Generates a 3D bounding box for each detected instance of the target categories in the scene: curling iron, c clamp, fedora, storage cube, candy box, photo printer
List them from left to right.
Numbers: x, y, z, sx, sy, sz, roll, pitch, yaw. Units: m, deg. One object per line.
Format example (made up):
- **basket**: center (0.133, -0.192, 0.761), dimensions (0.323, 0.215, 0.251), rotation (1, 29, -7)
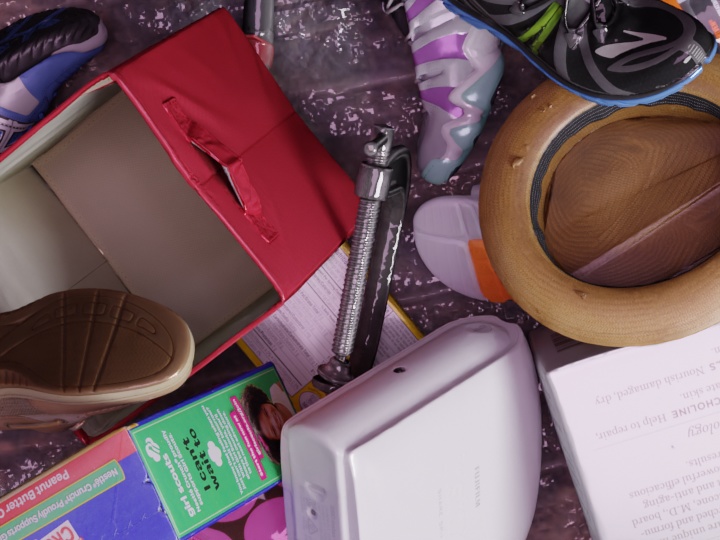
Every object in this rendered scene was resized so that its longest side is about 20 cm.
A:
- **candy box**: center (-0.142, 0.138, 1.158), dimensions (0.169, 0.200, 0.077), rotation (-29, 88, 23)
- **storage cube**: center (-0.128, -0.032, 1.205), dimensions (0.200, 0.180, 0.171), rotation (-36, 95, 27)
- **curling iron**: center (-0.079, -0.148, 1.285), dimensions (0.049, 0.026, 0.201), rotation (10, 98, -1)
- **c clamp**: center (0.000, 0.000, 1.206), dimensions (0.027, 0.171, 0.201), rotation (12, 106, 9)
- **candy box**: center (0.011, 0.084, 1.314), dimensions (0.102, 0.026, 0.200), rotation (-39, 95, 3)
- **photo printer**: center (0.041, 0.130, 1.216), dimensions (0.069, 0.199, 0.167), rotation (19, 124, 38)
- **fedora**: center (0.175, -0.041, 1.188), dimensions (0.199, 0.082, 0.202), rotation (-3, 77, 14)

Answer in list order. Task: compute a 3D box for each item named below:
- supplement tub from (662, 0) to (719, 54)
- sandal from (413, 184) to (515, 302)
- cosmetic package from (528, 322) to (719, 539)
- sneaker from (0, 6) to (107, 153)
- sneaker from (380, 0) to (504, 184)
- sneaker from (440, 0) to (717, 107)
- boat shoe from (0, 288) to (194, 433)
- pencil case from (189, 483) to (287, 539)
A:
- **supplement tub**: center (0.234, -0.169, 1.233), dimensions (0.199, 0.107, 0.107), rotation (-28, 96, 5)
- **sandal**: center (0.139, -0.024, 1.278), dimensions (0.205, 0.059, 0.080), rotation (3, 126, 10)
- **cosmetic package**: center (0.217, 0.119, 1.241), dimensions (0.165, 0.167, 0.201), rotation (-18, 97, 3)
- **sneaker**: center (-0.245, -0.101, 1.283), dimensions (0.199, 0.076, 0.077), rotation (-34, 112, 9)
- **sneaker**: center (0.032, -0.167, 1.260), dimensions (0.139, 0.078, 0.201), rotation (18, 88, 1)
- **sneaker**: center (0.118, -0.163, 1.151), dimensions (0.199, 0.083, 0.071), rotation (31, 71, 22)
- **boat shoe**: center (-0.180, 0.058, 1.126), dimensions (0.199, 0.065, 0.072), rotation (-3, 56, 23)
- **pencil case**: center (-0.043, 0.188, 1.301), dimensions (0.200, 0.091, 0.094), rotation (36, 62, -1)
